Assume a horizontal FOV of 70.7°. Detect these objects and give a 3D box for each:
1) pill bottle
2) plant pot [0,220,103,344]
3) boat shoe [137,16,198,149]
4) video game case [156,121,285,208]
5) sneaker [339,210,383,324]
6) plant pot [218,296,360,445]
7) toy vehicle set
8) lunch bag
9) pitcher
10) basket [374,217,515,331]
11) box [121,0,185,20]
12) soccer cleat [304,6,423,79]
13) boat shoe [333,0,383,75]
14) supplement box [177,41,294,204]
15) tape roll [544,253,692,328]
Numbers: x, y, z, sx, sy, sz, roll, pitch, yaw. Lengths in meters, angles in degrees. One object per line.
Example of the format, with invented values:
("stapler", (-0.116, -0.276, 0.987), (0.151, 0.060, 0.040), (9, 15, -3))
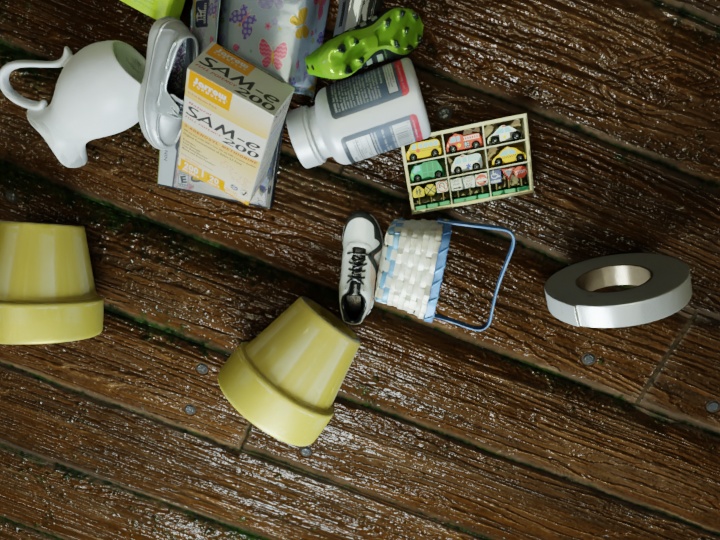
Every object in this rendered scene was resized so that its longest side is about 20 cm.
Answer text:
("pill bottle", (-0.004, -0.229, 0.768), (0.199, 0.120, 0.120), (-16, 106, 10))
("plant pot", (-0.545, 0.013, 0.862), (0.200, 0.201, 0.190), (5, 94, 3))
("boat shoe", (-0.276, -0.263, 0.755), (0.068, 0.072, 0.200), (41, 123, 24))
("video game case", (-0.232, -0.211, 0.842), (0.199, 0.026, 0.181), (12, 108, 1))
("sneaker", (0.000, 0.000, 0.864), (0.073, 0.080, 0.201), (3, 107, 5))
("plant pot", (-0.106, 0.157, 0.866), (0.201, 0.201, 0.189), (36, 91, -7))
("toy vehicle set", (0.171, -0.170, 0.821), (0.199, 0.027, 0.125), (-10, 107, 8))
("lunch bag", (-0.161, -0.356, 0.739), (0.199, 0.127, 0.170), (18, 109, 14))
("pitcher", (-0.432, -0.278, 0.780), (0.200, 0.121, 0.172), (-29, 125, 20))
("basket", (0.131, -0.004, 0.817), (0.199, 0.139, 0.177), (16, 110, 8))
("box", (-0.282, -0.461, 0.693), (0.122, 0.048, 0.200), (27, 110, -5))
("soccer cleat", (0.008, -0.320, 0.712), (0.081, 0.200, 0.068), (20, 135, 44))
("boat shoe", (0.003, -0.392, 0.749), (0.056, 0.069, 0.201), (5, 110, -26))
("supplement box", (-0.187, -0.202, 0.736), (0.126, 0.074, 0.200), (27, 144, -6))
("tape roll", (0.387, 0.027, 0.775), (0.202, 0.203, 0.037), (-15, 107, 9))
